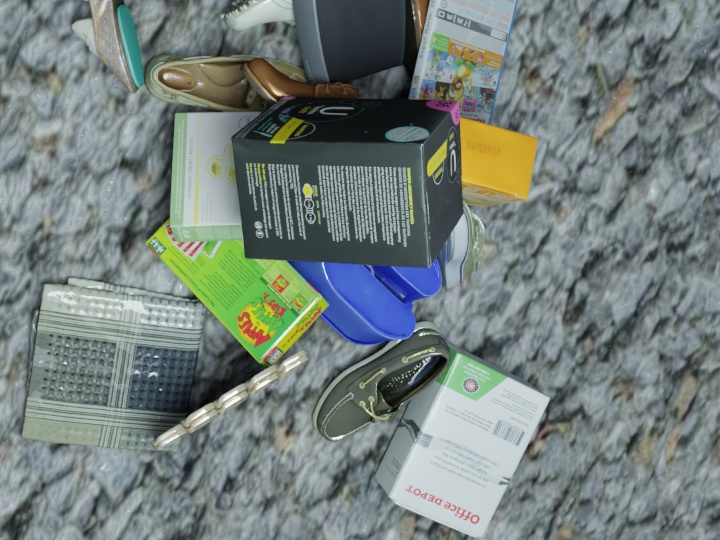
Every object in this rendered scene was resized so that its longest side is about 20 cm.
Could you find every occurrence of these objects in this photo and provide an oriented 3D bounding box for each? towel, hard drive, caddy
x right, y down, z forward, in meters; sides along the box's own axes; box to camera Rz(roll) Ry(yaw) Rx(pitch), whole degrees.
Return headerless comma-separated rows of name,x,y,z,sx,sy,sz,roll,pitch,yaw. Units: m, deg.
towel,-0.293,0.114,1.344,0.197,0.035,0.196,9,100,-19
hard drive,-0.009,-0.308,1.273,0.133,0.042,0.203,-19,126,-19
caddy,0.000,0.000,1.362,0.200,0.104,0.142,44,67,-23

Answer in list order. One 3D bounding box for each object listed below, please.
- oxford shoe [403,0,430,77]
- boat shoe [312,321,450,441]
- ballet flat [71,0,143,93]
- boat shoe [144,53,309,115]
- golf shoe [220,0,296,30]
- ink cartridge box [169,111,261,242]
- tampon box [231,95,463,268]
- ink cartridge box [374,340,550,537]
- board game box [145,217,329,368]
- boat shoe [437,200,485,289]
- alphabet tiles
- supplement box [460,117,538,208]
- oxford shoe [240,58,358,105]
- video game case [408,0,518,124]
oxford shoe,0.073,-0.331,1.342,0.070,0.071,0.204,-10,103,-22
boat shoe,0.025,0.146,1.401,0.201,0.060,0.072,-39,123,7
ballet flat,-0.288,-0.294,1.259,0.066,0.068,0.204,-8,97,6
boat shoe,-0.146,-0.210,1.305,0.196,0.063,0.075,0,99,-16
golf shoe,-0.059,-0.302,1.309,0.197,0.078,0.099,-24,111,-9
ink cartridge box,-0.112,-0.107,1.285,0.196,0.048,0.148,-2,66,0
tampon box,-0.008,-0.094,1.147,0.196,0.150,0.128,3,115,18
ink cartridge box,0.126,0.213,1.443,0.144,0.084,0.202,26,92,-18
board game box,-0.141,0.004,1.299,0.102,0.048,0.200,-46,73,-2
boat shoe,0.116,-0.042,1.352,0.061,0.200,0.073,-28,71,-8
alphabet tiles,-0.148,0.150,1.301,0.198,0.196,0.015,-30,85,-11
supplement box,0.105,-0.121,1.315,0.124,0.200,0.075,12,87,-15
oxford shoe,-0.042,-0.186,1.268,0.198,0.072,0.072,31,108,-20
video game case,0.124,-0.263,1.359,0.142,0.018,0.204,6,99,-46
